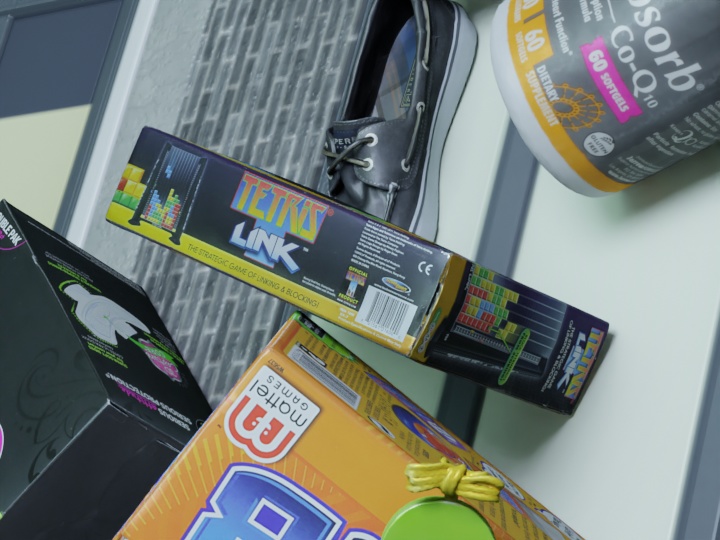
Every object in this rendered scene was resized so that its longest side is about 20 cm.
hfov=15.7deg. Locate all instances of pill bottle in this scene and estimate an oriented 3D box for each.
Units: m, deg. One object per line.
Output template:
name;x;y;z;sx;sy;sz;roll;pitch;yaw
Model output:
pill bottle;0.172;-0.125;1.287;0.200;0.116;0.117;-28;48;28

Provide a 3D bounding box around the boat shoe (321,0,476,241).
boat shoe;0.010;-0.071;1.440;0.070;0.066;0.201;1;65;44

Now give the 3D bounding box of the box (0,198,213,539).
box;-0.178;0.089;1.471;0.149;0.124;0.200;-47;41;10

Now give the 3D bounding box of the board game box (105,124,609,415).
board game box;0.000;0.000;1.296;0.200;0.165;0.057;24;92;34

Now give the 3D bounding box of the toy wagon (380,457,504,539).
toy wagon;0.023;0.173;1.035;0.040;0.154;0.201;-68;-12;-87

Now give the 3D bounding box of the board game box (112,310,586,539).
board game box;-0.018;0.163;1.156;0.200;0.200;0.200;-52;0;4
